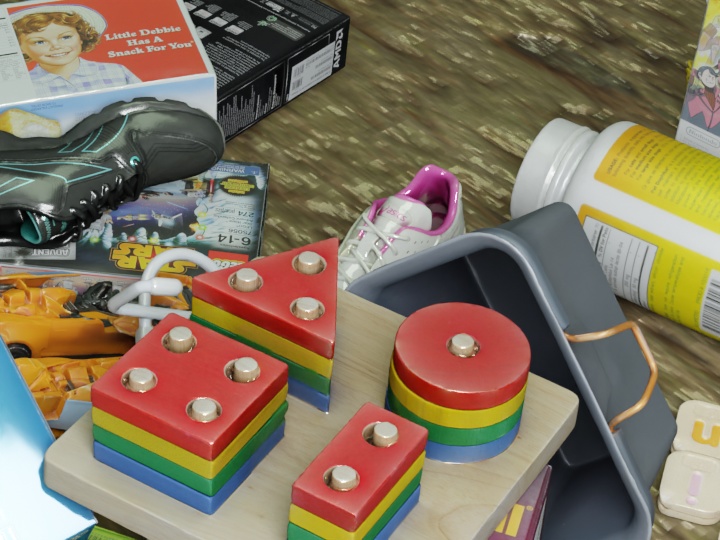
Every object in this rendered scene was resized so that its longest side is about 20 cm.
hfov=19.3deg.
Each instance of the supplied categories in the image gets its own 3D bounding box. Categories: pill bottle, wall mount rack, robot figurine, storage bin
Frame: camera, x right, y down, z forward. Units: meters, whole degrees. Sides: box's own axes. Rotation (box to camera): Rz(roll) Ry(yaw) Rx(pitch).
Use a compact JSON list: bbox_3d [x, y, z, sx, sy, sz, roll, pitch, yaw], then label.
[{"bbox_3d":[0.202,-0.028,1.380,0.200,0.110,0.109,25,41,22],"label":"pill bottle"},{"bbox_3d":[-0.055,0.077,1.177,0.173,0.075,0.201,7,69,-33],"label":"wall mount rack"},{"bbox_3d":[-0.147,0.047,1.232,0.200,0.058,0.145,-4,40,-44],"label":"robot figurine"},{"bbox_3d":[0.103,0.056,1.182,0.145,0.200,0.134,-22,9,31],"label":"storage bin"}]

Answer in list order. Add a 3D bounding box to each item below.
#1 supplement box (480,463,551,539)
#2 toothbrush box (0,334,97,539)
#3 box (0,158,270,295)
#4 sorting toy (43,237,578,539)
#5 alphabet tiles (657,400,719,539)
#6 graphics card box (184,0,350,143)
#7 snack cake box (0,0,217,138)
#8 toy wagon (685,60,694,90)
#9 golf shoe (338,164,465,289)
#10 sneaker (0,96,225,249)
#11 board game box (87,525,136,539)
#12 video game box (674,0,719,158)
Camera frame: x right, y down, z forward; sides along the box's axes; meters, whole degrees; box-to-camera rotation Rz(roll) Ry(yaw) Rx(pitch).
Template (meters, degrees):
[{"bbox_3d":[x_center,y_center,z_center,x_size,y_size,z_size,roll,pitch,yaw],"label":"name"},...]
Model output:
[{"bbox_3d":[0.019,0.175,1.033,0.110,0.086,0.200,13,38,9],"label":"supplement box"},{"bbox_3d":[-0.254,0.115,1.059,0.200,0.085,0.147,-28,83,-17],"label":"toothbrush box"},{"bbox_3d":[-0.163,-0.027,1.378,0.199,0.040,0.137,5,39,-2],"label":"box"},{"bbox_3d":[-0.019,0.064,1.041,0.200,0.070,0.199,23,41,21],"label":"sorting toy"},{"bbox_3d":[0.281,0.134,1.263,0.199,0.015,0.196,14,38,8],"label":"alphabet tiles"},{"bbox_3d":[-0.115,-0.153,1.537,0.125,0.051,0.200,28,44,25],"label":"graphics card box"},{"bbox_3d":[-0.204,-0.122,1.399,0.199,0.067,0.115,-10,42,-15],"label":"snack cake box"},{"bbox_3d":[0.340,-0.131,1.590,0.199,0.040,0.155,1,38,-6],"label":"toy wagon"},{"bbox_3d":[0.000,0.000,1.325,0.075,0.092,0.200,28,41,21],"label":"golf shoe"},{"bbox_3d":[-0.179,-0.051,1.330,0.199,0.076,0.079,-12,55,-12],"label":"sneaker"},{"bbox_3d":[-0.072,0.207,1.088,0.199,0.048,0.102,15,39,11],"label":"board game box"},{"bbox_3d":[0.308,-0.082,1.406,0.200,0.183,0.047,28,43,24],"label":"video game box"}]
